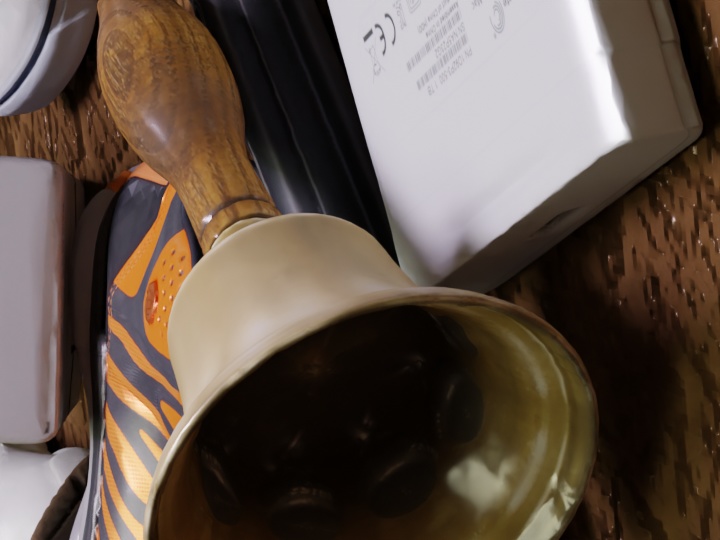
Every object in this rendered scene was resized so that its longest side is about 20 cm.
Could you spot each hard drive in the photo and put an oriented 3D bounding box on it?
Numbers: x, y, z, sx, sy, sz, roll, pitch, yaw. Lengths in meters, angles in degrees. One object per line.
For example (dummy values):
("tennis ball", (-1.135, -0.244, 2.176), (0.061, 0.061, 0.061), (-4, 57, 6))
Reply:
("hard drive", (0.016, -0.105, 0.679), (0.132, 0.026, 0.201), (140, 118, -65))

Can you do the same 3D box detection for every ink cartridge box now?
("ink cartridge box", (-0.161, 0.006, 0.922), (0.200, 0.145, 0.085), (-171, 83, -86))

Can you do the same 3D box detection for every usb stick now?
("usb stick", (0.000, 0.000, 0.751), (0.056, 0.032, 0.201), (68, 179, -63))

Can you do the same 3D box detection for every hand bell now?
("hand bell", (-0.030, -0.012, 0.702), (0.200, 0.104, 0.105), (-119, 29, -46))

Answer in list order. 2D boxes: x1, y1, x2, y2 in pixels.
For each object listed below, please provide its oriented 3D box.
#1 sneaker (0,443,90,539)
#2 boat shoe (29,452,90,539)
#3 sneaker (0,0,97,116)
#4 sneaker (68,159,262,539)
("sneaker", (-0.145, 0.092, 1.079), (0.200, 0.088, 0.076), (-142, 47, -58))
("boat shoe", (-0.096, 0.142, 0.894), (0.071, 0.200, 0.076), (23, 137, 18))
("sneaker", (-0.122, -0.125, 0.948), (0.200, 0.070, 0.073), (106, 146, -48))
("sneaker", (-0.036, 0.065, 0.814), (0.112, 0.077, 0.201), (175, 86, -69))
